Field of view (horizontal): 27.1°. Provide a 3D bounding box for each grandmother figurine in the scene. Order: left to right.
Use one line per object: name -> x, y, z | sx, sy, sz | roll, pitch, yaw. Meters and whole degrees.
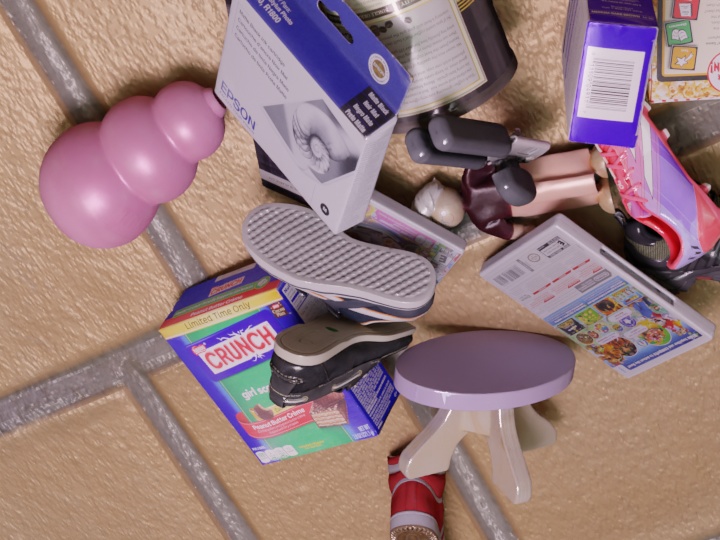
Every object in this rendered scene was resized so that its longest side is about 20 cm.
grandmother figurine -> 0.143, -0.077, 1.463 | 0.197, 0.061, 0.123 | -13, 109, 10

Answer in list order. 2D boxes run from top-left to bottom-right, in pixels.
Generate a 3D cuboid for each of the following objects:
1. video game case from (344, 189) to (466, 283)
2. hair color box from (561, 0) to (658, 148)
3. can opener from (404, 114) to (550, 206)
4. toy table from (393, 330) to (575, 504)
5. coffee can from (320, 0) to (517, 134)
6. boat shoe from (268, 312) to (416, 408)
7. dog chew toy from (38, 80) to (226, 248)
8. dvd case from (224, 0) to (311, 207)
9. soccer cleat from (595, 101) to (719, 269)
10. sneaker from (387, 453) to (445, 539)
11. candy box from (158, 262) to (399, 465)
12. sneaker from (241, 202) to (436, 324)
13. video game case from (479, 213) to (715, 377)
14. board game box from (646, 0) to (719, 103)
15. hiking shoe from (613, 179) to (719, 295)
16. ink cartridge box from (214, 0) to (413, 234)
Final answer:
video game case -> 0.000, 0.000, 1.514 | 0.142, 0.018, 0.200 | 28, 136, -10
hair color box -> 0.214, -0.200, 1.299 | 0.064, 0.201, 0.111 | 6, 121, 1
can opener -> 0.113, -0.102, 1.342 | 0.052, 0.199, 0.067 | -27, 71, 30
toy table -> 0.123, 0.142, 1.533 | 0.197, 0.184, 0.119 | -3, 116, -15
coffee can -> 0.038, -0.245, 1.324 | 0.145, 0.147, 0.202 | -18, 117, 16
boat shoe -> -0.019, 0.083, 1.463 | 0.071, 0.199, 0.069 | 22, 113, 32
dog chew toy -> -0.215, -0.110, 1.452 | 0.199, 0.125, 0.125 | -33, 112, 14
dvd case -> -0.063, -0.153, 1.410 | 0.148, 0.016, 0.202 | 25, 134, 46
soccer cleat -> 0.261, -0.094, 1.398 | 0.076, 0.067, 0.200 | -40, 89, -9
sneaker -> 0.065, 0.273, 1.678 | 0.070, 0.114, 0.201 | 0, 150, 3
candy box -> -0.083, 0.093, 1.554 | 0.168, 0.077, 0.201 | -18, 116, 35
sneaker -> -0.023, 0.002, 1.452 | 0.198, 0.079, 0.080 | 22, 158, 10
video game case -> 0.234, 0.029, 1.489 | 0.199, 0.018, 0.143 | 34, 148, -13
board game box -> 0.333, -0.254, 1.343 | 0.149, 0.046, 0.202 | -1, 120, 7
hiking shoe -> 0.348, -0.041, 1.449 | 0.197, 0.076, 0.102 | -14, 121, 15
ink cartridge box -> -0.049, -0.163, 1.322 | 0.200, 0.040, 0.201 | 49, 148, 20
